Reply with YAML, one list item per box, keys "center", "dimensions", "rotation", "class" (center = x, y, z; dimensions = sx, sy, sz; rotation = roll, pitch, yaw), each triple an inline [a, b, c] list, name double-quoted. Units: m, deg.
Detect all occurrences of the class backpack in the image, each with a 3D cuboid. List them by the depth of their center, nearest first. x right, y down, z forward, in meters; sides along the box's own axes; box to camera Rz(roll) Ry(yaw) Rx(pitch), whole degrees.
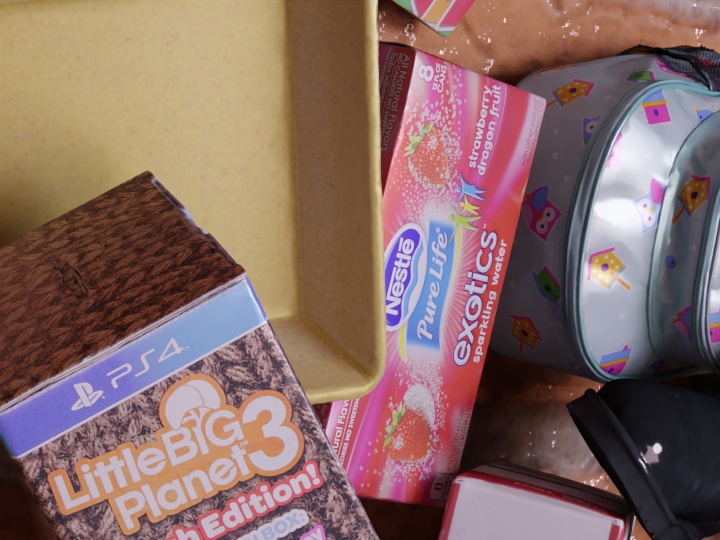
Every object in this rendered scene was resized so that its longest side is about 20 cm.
- center: [0.153, -0.024, 1.098]
  dimensions: [0.200, 0.153, 0.176]
  rotation: [-4, 108, -39]
  class: "backpack"

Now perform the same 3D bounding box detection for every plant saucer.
- center: [-0.093, -0.039, 0.865]
  dimensions: [0.200, 0.048, 0.200]
  rotation: [-6, 107, -16]
  class: "plant saucer"

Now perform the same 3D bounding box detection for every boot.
- center: [0.192, 0.064, 1.013]
  dimensions: [0.162, 0.073, 0.198]
  rotation: [-33, 155, 5]
  class: "boot"

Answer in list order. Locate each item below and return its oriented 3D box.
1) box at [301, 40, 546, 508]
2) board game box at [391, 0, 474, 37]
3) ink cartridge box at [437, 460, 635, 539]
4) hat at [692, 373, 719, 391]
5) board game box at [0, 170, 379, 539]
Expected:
- center: [0.000, 0.000, 0.979]
  dimensions: [0.100, 0.095, 0.200]
  rotation: [15, 89, -47]
  class: "box"
- center: [0.078, -0.203, 0.988]
  dimensions: [0.200, 0.030, 0.096]
  rotation: [-56, 162, 6]
  class: "board game box"
- center: [0.078, 0.174, 1.042]
  dimensions: [0.200, 0.083, 0.147]
  rotation: [16, 88, -80]
  class: "ink cartridge box"
- center: [0.247, 0.061, 1.259]
  dimensions: [0.201, 0.081, 0.201]
  rotation: [-30, 133, -37]
  class: "hat"
- center: [-0.062, 0.085, 0.797]
  dimensions: [0.097, 0.159, 0.200]
  rotation: [-29, 111, -8]
  class: "board game box"
